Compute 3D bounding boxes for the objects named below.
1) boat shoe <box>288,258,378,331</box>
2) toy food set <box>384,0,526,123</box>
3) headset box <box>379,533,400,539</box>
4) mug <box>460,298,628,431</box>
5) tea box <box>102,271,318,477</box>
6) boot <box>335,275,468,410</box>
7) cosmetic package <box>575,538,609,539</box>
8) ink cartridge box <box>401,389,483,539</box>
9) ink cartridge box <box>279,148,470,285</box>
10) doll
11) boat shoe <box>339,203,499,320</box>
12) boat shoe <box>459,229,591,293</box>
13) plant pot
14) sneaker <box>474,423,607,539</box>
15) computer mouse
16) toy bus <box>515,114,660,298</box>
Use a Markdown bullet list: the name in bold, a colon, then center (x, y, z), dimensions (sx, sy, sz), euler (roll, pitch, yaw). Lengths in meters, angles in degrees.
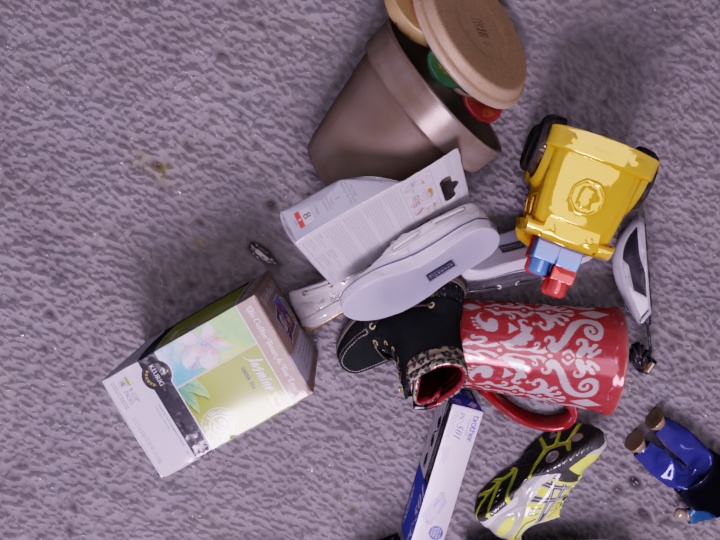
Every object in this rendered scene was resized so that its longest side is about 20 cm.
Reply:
- **boat shoe**: center (0.000, 0.000, 1.060), dimensions (0.199, 0.071, 0.070), euler (-31, 91, 2)
- **toy food set**: center (0.122, -0.268, 0.984), dimensions (0.049, 0.200, 0.199), euler (-29, 92, 39)
- **headset box**: center (0.055, 0.468, 1.086), dimensions (0.077, 0.149, 0.201), euler (-20, 98, 2)
- **mug**: center (0.212, 0.121, 1.054), dimensions (0.199, 0.133, 0.178), euler (7, 95, 1)
- **tea box**: center (-0.166, 0.113, 1.006), dimensions (0.196, 0.200, 0.134), euler (-30, 97, 3)
- **boot**: center (0.045, 0.103, 1.009), dimensions (0.203, 0.154, 0.073), euler (-36, 122, 28)
- **cosmetic package**: center (0.232, 0.465, 1.085), dimensions (0.198, 0.123, 0.201), euler (-2, 108, -1)
- **ink cartridge box**: center (0.103, 0.256, 1.085), dimensions (0.044, 0.094, 0.201), euler (15, 97, -3)
- **ink cartridge box**: center (0.022, -0.071, 0.959), dimensions (0.200, 0.162, 0.050), euler (-32, 69, 2)
- **doll**: center (0.452, 0.267, 1.118), dimensions (0.200, 0.048, 0.137), euler (40, 96, -6)
- **boat shoe**: center (0.063, -0.010, 0.985), dimensions (0.199, 0.065, 0.074), euler (-26, 136, 2)
- **boat shoe**: center (0.203, -0.008, 1.066), dimensions (0.199, 0.070, 0.066), euler (-13, 143, -20)
- **plant pot**: center (0.037, -0.162, 0.995), dimensions (0.173, 0.200, 0.200), euler (-38, 97, 21)
- **sneaker**: center (0.244, 0.277, 1.109), dimensions (0.200, 0.075, 0.076), euler (-41, 105, 14)
- **computer mouse**: center (0.345, 0.032, 1.072), dimensions (0.044, 0.110, 0.201), euler (-5, 86, 22)
- **toy bus**: center (0.240, -0.066, 0.987), dimensions (0.135, 0.200, 0.193), euler (19, 95, 1)
